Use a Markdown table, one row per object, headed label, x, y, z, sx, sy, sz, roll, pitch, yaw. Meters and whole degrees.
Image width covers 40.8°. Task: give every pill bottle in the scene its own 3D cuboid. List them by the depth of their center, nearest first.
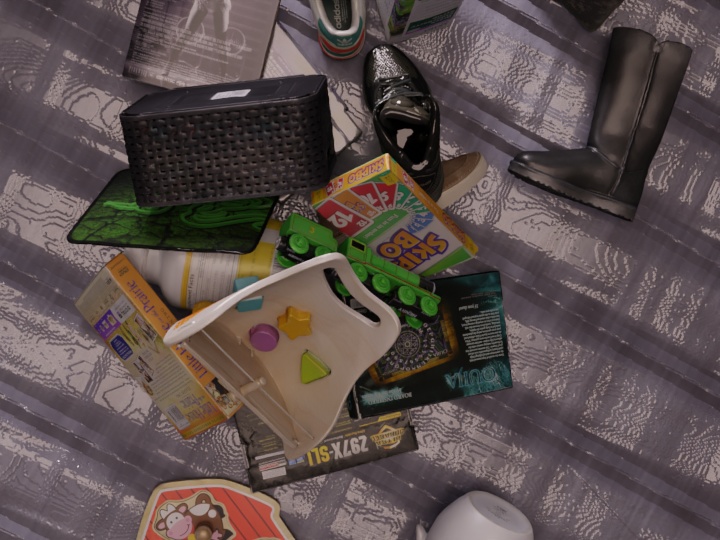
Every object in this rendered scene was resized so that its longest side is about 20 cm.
| label | x | y | z | sx | sy | sz | roll | pitch | yaw |
| --- | --- | --- | --- | --- | --- | --- | --- | --- | --- |
| pill bottle | -0.150 | -0.009 | 1.045 | 0.196 | 0.112 | 0.114 | 11 | 92 | -4 |

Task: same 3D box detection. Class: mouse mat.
| label | x | y | z | sx | sy | sz | roll | pitch | yaw |
| --- | --- | --- | --- | --- | --- | --- | --- | --- | --- |
| mouse mat | -0.188 | -0.065 | 1.010 | 0.196 | 0.162 | 0.008 | 5 | 123 | 7 |

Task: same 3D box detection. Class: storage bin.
| label | x | y | z | sx | sy | sz | roll | pitch | yaw |
| --- | --- | --- | --- | --- | --- | --- | --- | --- | --- |
| storage bin | -0.130 | -0.135 | 0.986 | 0.196 | 0.136 | 0.095 | -6 | 110 | 6 |

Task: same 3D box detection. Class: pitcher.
| label | x | y | z | sx | sy | sz | roll | pitch | yaw |
| --- | --- | --- | --- | --- | --- | --- | --- | --- | --- |
| pitcher | 0.092 | 0.343 | 1.086 | 0.170 | 0.121 | 0.203 | 27 | 102 | 11 |

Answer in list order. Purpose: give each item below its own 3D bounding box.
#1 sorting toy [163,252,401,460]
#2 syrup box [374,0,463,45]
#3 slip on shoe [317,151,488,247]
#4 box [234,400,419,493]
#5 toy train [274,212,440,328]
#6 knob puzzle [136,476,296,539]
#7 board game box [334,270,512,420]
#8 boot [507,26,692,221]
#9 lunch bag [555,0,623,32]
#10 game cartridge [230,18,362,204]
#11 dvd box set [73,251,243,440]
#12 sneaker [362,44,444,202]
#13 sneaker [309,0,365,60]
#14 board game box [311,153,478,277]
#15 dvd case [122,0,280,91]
| label | x | y | z | sx | sy | sz | roll | pitch | yaw |
| --- | --- | --- | --- | --- | --- | --- | --- | --- | --- |
| sorting toy | -0.061 | 0.062 | 0.966 | 0.178 | 0.108 | 0.200 | -30 | 122 | 18 |
| syrup box | 0.060 | -0.302 | 1.000 | 0.077 | 0.200 | 0.083 | -17 | 90 | -3 |
| slip on shoe | 0.045 | -0.091 | 1.073 | 0.197 | 0.076 | 0.061 | -25 | 109 | 5 |
| box | -0.046 | 0.145 | 1.091 | 0.196 | 0.049 | 0.163 | -14 | 96 | -4 |
| toy train | 0.000 | 0.000 | 1.008 | 0.198 | 0.042 | 0.057 | 25 | 47 | -21 |
| knob puzzle | -0.172 | 0.327 | 1.102 | 0.215 | 0.030 | 0.224 | 0 | 93 | -3 |
| board game box | 0.073 | 0.080 | 1.072 | 0.197 | 0.028 | 0.138 | -7 | 91 | -23 |
| boot | 0.268 | -0.177 | 1.087 | 0.162 | 0.066 | 0.203 | 18 | 95 | -13 |
| lunch bag | 0.284 | -0.378 | 1.029 | 0.117 | 0.164 | 0.201 | 36 | 91 | 1 |
| game cartridge | -0.104 | -0.192 | 1.080 | 0.129 | 0.038 | 0.201 | -40 | 94 | -5 |
| dvd box set | -0.219 | 0.086 | 1.034 | 0.029 | 0.146 | 0.201 | -41 | 94 | -32 |
| sneaker | 0.045 | -0.177 | 1.023 | 0.075 | 0.115 | 0.202 | -9 | 63 | -1 |
| sneaker | -0.028 | -0.335 | 1.046 | 0.069 | 0.093 | 0.204 | -8 | 94 | -3 |
| board game box | 0.042 | -0.044 | 1.022 | 0.094 | 0.199 | 0.030 | -22 | 54 | 26 |
| dvd case | -0.163 | -0.288 | 1.048 | 0.146 | 0.016 | 0.204 | 15 | 92 | -2 |
